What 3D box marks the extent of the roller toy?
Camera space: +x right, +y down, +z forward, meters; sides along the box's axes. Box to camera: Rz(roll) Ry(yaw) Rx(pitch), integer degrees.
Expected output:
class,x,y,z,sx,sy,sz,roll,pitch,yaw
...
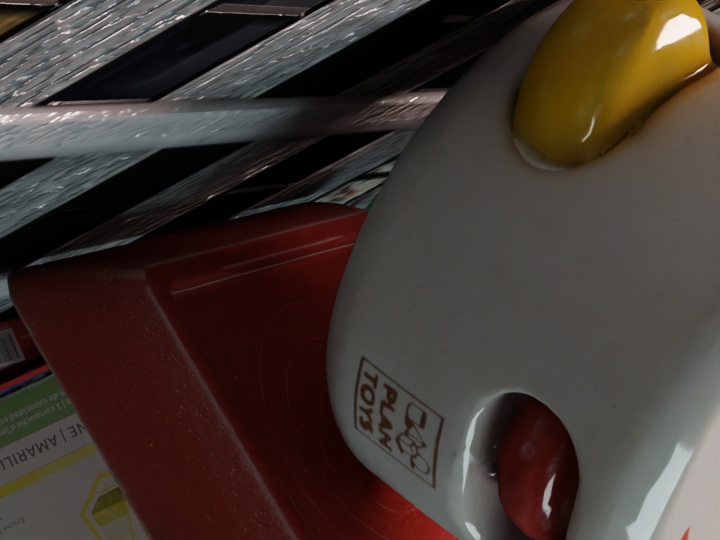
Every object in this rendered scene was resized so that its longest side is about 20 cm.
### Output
class,x,y,z,sx,sy,sz,roll,pitch,yaw
roller toy,0.083,0.010,0.745,0.183,0.140,0.200,-59,154,7

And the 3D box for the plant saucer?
class,x,y,z,sx,sy,sz,roll,pitch,yaw
plant saucer,-0.003,0.063,0.807,0.037,0.200,0.199,-37,170,28

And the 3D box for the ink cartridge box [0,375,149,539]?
class,x,y,z,sx,sy,sz,roll,pitch,yaw
ink cartridge box,-0.068,0.129,0.855,0.145,0.200,0.048,-25,175,-16

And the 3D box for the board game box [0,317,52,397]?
class,x,y,z,sx,sy,sz,roll,pitch,yaw
board game box,-0.186,0.062,0.922,0.200,0.019,0.103,-28,173,30

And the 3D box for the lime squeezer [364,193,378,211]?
class,x,y,z,sx,sy,sz,roll,pitch,yaw
lime squeezer,0.000,0.000,1.080,0.070,0.038,0.200,-26,174,5
